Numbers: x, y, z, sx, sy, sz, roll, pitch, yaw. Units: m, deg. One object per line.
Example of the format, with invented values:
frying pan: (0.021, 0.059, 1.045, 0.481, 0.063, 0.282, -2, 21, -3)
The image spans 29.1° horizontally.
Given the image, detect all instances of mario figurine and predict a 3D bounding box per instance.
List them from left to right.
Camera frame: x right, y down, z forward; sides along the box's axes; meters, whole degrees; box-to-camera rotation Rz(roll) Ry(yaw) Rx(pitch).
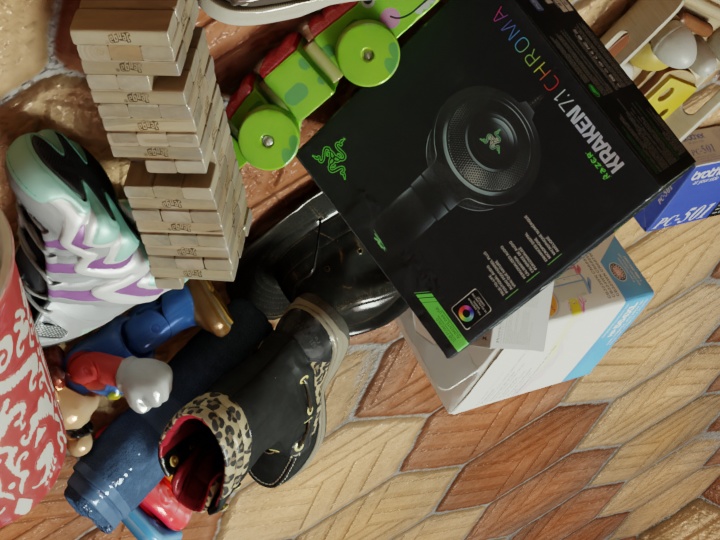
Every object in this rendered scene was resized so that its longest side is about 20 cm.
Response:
mario figurine: (-0.178, 0.082, 0.997, 0.199, 0.107, 0.124, -32, 157, -3)

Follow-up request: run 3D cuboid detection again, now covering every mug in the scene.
mug: (-0.254, 0.067, 0.769, 0.177, 0.133, 0.201, -36, 152, -20)

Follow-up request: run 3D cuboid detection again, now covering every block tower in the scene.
block tower: (-0.106, -0.073, 0.780, 0.057, 0.054, 0.201, 3, 140, 9)

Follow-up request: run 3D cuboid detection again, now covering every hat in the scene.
hat: (0.000, 0.000, 1.077, 0.199, 0.081, 0.201, -26, 154, -14)

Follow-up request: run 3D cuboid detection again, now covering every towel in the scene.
towel: (-0.146, 0.108, 1.062, 0.200, 0.048, 0.112, -47, 170, -17)

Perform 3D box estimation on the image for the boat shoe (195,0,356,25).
boat shoe: (0.004, -0.188, 0.750, 0.198, 0.072, 0.060, -17, 155, -17)

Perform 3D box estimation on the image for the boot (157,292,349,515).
boot: (-0.085, 0.124, 1.034, 0.150, 0.073, 0.201, -42, 163, -43)

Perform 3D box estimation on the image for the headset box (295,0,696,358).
headset box: (0.080, -0.069, 0.899, 0.200, 0.175, 0.093, -40, 173, 30)

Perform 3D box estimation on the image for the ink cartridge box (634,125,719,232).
ink cartridge box: (0.354, -0.097, 1.351, 0.198, 0.044, 0.094, -12, 147, -36)

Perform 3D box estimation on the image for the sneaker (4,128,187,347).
sneaker: (-0.198, 0.000, 0.853, 0.139, 0.078, 0.200, -33, 154, 4)

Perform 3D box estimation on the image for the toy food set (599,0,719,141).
toy food set: (0.241, -0.150, 1.102, 0.144, 0.061, 0.199, -45, 152, 26)

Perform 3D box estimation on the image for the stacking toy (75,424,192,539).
stacking toy: (-0.131, 0.127, 1.158, 0.200, 0.110, 0.116, -43, 172, -3)

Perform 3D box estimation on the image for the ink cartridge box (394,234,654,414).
ink cartridge box: (0.128, 0.027, 1.217, 0.198, 0.129, 0.126, -12, 149, -37)

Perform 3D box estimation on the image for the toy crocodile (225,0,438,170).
toy crocodile: (-0.032, -0.122, 0.848, 0.199, 0.062, 0.068, -39, -164, 13)

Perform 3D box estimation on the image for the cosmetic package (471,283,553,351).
cosmetic package: (0.109, -0.045, 1.014, 0.082, 0.050, 0.203, 8, 90, -56)
